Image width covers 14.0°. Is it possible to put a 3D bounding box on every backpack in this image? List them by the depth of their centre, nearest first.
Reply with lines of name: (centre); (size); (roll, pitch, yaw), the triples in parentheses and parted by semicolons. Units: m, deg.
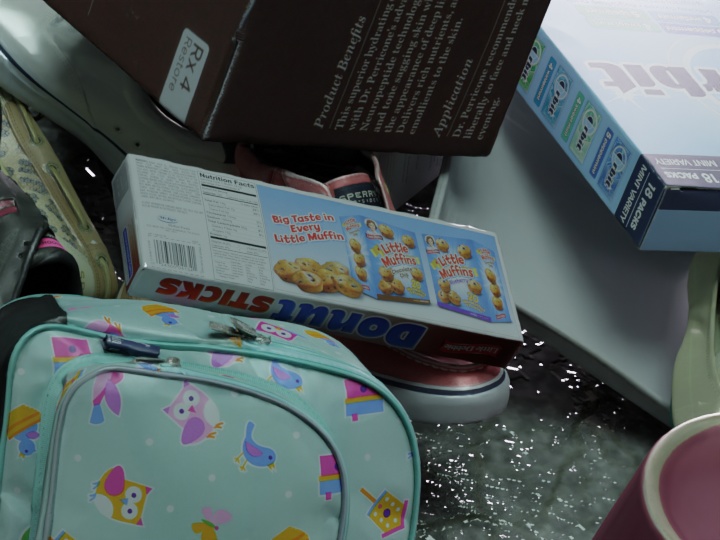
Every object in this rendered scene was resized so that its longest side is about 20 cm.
backpack: (-0.071, 0.104, 1.302); (0.199, 0.176, 0.153); (6, 6, -22)

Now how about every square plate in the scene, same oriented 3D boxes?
square plate: (0.118, -0.011, 1.582); (0.200, 0.028, 0.198); (34, 34, -16)

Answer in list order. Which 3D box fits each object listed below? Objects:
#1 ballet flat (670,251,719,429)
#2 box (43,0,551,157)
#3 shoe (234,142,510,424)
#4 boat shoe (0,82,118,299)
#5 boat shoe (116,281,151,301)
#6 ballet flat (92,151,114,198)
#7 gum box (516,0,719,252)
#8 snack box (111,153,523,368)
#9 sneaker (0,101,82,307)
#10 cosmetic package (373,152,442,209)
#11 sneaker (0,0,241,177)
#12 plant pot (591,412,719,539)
ballet flat: (0.200, 0.043, 1.526); (0.069, 0.070, 0.200); (10, 41, -3)
box: (-0.022, -0.169, 1.489); (0.200, 0.166, 0.164); (3, 28, -42)
shoe: (0.000, 0.000, 1.460); (0.071, 0.091, 0.200); (-16, 32, -36)
boat shoe: (-0.191, -0.052, 1.566); (0.063, 0.073, 0.200); (-2, 51, -33)
boat shoe: (-0.075, 0.051, 1.463); (0.074, 0.069, 0.200); (-3, 41, -20)
ballet flat: (-0.127, -0.068, 1.627); (0.066, 0.057, 0.200); (8, 40, -38)
gum box: (0.183, -0.083, 1.600); (0.170, 0.045, 0.200); (1, 35, -30)
snack box: (-0.019, -0.004, 1.381); (0.200, 0.024, 0.072); (12, 44, -25)
sneaker: (-0.179, -0.008, 1.456); (0.084, 0.077, 0.201); (-12, 69, 11)
cosmetic package: (0.013, -0.111, 1.678); (0.113, 0.081, 0.200); (23, 40, 22)
sneaker: (-0.133, -0.109, 1.555); (0.200, 0.071, 0.073); (40, 31, 8)
plant pot: (0.165, 0.169, 1.296); (0.199, 0.179, 0.200); (7, 38, -6)
